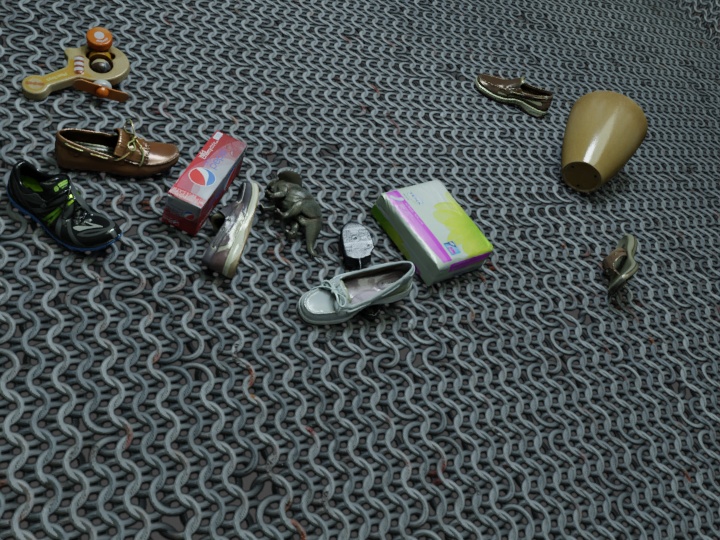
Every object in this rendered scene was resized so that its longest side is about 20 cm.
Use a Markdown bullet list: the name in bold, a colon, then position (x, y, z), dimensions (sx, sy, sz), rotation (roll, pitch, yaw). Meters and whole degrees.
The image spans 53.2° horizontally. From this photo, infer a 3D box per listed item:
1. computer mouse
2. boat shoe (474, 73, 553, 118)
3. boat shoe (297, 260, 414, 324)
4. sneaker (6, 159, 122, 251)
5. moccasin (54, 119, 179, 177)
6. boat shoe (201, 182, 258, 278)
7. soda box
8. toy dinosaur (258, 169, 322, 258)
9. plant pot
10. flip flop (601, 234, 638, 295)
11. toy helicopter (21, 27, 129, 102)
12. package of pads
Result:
- **computer mouse**: position (0.000, 0.000, 1.255), dimensions (0.058, 0.034, 0.201), rotation (-4, 58, -10)
- **boat shoe**: position (0.391, -0.461, 1.815), dimensions (0.201, 0.075, 0.075), rotation (20, 45, -7)
- **boat shoe**: position (-0.006, 0.031, 1.176), dimensions (0.201, 0.065, 0.075), rotation (-14, 61, -16)
- **sneaker**: position (-0.454, -0.098, 1.093), dimensions (0.199, 0.083, 0.071), rotation (33, 45, 5)
- **moccasin**: position (-0.408, -0.208, 1.217), dimensions (0.200, 0.078, 0.074), rotation (6, 48, -20)
- **boat shoe**: position (-0.216, -0.078, 1.195), dimensions (0.065, 0.072, 0.201), rotation (19, 51, -14)
- **soda box**: position (-0.266, -0.153, 1.238), dimensions (0.063, 0.070, 0.200), rotation (25, 44, -2)
- **toy dinosaur**: position (-0.112, -0.112, 1.269), dimensions (0.102, 0.077, 0.200), rotation (-28, 63, -32)
- **plant pot**: position (0.544, -0.282, 1.667), dimensions (0.186, 0.187, 0.200), rotation (31, 58, 5)
- **flip flop**: position (0.526, -0.019, 1.474), dimensions (0.057, 0.081, 0.200), rotation (33, 40, 0)
- **toy helicopter**: position (-0.516, -0.352, 1.319), dimensions (0.200, 0.079, 0.132), rotation (-31, 76, -29)
- **package of pads**: position (0.137, -0.077, 1.356), dimensions (0.154, 0.068, 0.200), rotation (-17, 60, -35)
